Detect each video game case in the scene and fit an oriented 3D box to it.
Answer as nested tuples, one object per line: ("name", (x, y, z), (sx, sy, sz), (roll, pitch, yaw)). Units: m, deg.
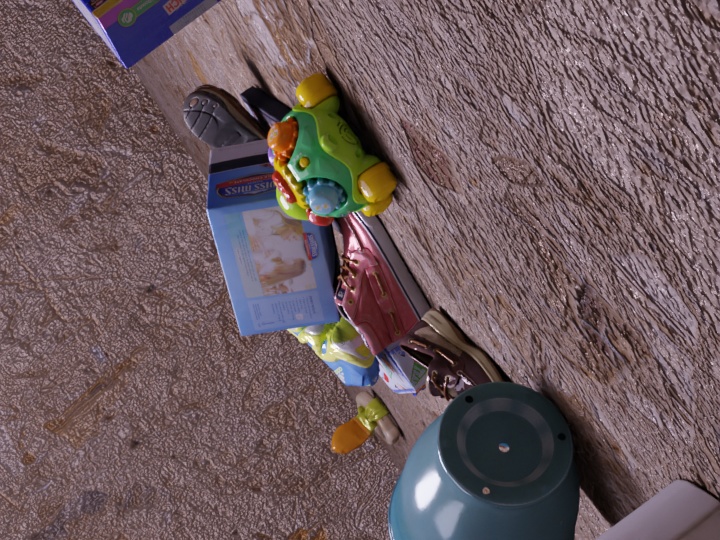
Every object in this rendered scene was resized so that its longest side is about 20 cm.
("video game case", (-0.081, -0.143, 1.902), (0.182, 0.025, 0.200), (60, 172, -24))

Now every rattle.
("rattle", (-0.001, 0.329, 3.004), (0.130, 0.143, 0.200), (39, 170, -13))

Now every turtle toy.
("turtle toy", (-0.042, -0.105, 1.513), (0.146, 0.101, 0.200), (55, 173, 7))

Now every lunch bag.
("lunch bag", (0.044, 0.091, 1.910), (0.161, 0.075, 0.200), (54, 172, -1))

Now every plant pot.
("plant pot", (0.131, 0.214, 1.462), (0.201, 0.199, 0.189), (52, 158, 27))

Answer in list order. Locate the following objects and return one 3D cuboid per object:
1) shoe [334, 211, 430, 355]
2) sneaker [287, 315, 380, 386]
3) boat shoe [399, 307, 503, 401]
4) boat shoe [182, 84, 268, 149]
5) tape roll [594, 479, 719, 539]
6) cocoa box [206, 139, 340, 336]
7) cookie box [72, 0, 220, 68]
("shoe", (0.000, 0.000, 1.732), (0.201, 0.091, 0.071), (58, 172, -13))
("sneaker", (-0.040, 0.093, 1.874), (0.200, 0.075, 0.106), (36, 154, 55))
("boat shoe", (0.106, 0.119, 1.624), (0.200, 0.072, 0.072), (48, 169, 47))
("boat shoe", (-0.147, -0.167, 1.905), (0.200, 0.075, 0.074), (50, -158, -19))
("tape roll", (0.251, 0.284, 1.129), (0.203, 0.139, 0.203), (55, 173, 10))
("cocoa box", (-0.102, -0.042, 1.774), (0.132, 0.132, 0.201), (-92, -8, -52))
("cookie box", (-0.224, -0.324, 1.502), (0.200, 0.171, 0.075), (48, 173, 44))
